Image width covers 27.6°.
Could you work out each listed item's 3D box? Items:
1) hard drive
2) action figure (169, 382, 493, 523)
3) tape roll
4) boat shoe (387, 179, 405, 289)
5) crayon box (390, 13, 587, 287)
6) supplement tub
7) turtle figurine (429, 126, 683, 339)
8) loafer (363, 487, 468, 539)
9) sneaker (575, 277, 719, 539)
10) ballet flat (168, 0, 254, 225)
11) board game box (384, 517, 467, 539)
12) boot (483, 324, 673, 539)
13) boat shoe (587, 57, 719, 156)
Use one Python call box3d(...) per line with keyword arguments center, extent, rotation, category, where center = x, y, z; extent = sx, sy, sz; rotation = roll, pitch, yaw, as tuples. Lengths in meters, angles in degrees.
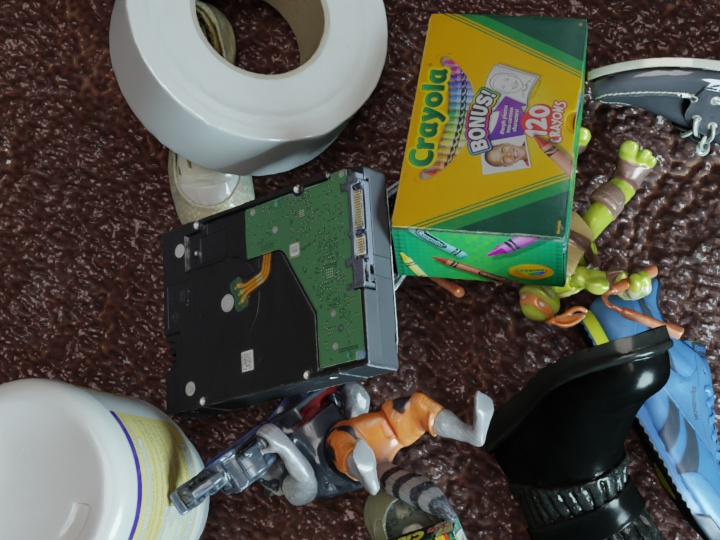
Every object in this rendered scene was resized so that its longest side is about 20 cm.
box3d(center=(-0.061, 0.019, 1.031), extent=(0.198, 0.038, 0.142), rotation=(-18, 70, 39), category="hard drive")
box3d(center=(-0.026, 0.139, 1.014), extent=(0.199, 0.193, 0.106), rotation=(-34, 101, -33), category="action figure")
box3d(center=(-0.082, -0.176, 1.080), extent=(0.200, 0.071, 0.205), rotation=(6, 70, -18), category="tape roll")
box3d(center=(0.000, 0.000, 1.084), extent=(0.200, 0.068, 0.072), rotation=(-43, 78, -1), category="boat shoe")
box3d(center=(0.094, -0.089, 1.033), extent=(0.117, 0.059, 0.202), rotation=(4, 56, 11), category="crayon box")
box3d(center=(-0.192, 0.155, 1.011), extent=(0.143, 0.200, 0.148), rotation=(-2, 80, 12), category="supplement tub")
box3d(center=(0.156, -0.020, 1.053), extent=(0.198, 0.065, 0.163), rotation=(14, 63, 28), category="turtle figurine")
box3d(center=(0.068, 0.234, 1.036), extent=(0.075, 0.068, 0.201), rotation=(-40, 78, 0), category="loafer")
box3d(center=(0.229, 0.099, 1.040), extent=(0.078, 0.066, 0.202), rotation=(-26, 78, -1), category="sneaker")
box3d(center=(-0.123, -0.110, 1.121), extent=(0.066, 0.062, 0.203), rotation=(-10, 80, 7), category="ballet flat")
box3d(center=(0.059, 0.274, 1.005), extent=(0.104, 0.023, 0.202), rotation=(-22, 101, 17), category="board game box")
box3d(center=(0.170, 0.139, 0.986), extent=(0.079, 0.211, 0.159), rotation=(-16, 72, -28), category="boot")
box3d(center=(0.261, -0.115, 1.063), extent=(0.197, 0.073, 0.064), rotation=(5, 89, -3), category="boat shoe")
